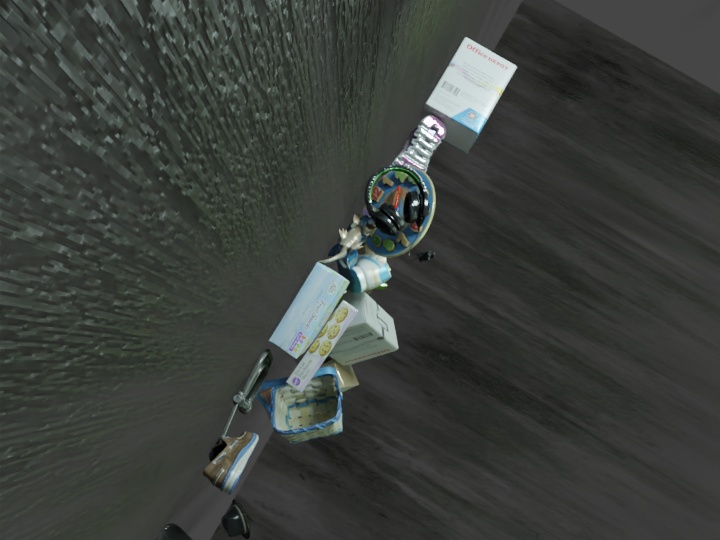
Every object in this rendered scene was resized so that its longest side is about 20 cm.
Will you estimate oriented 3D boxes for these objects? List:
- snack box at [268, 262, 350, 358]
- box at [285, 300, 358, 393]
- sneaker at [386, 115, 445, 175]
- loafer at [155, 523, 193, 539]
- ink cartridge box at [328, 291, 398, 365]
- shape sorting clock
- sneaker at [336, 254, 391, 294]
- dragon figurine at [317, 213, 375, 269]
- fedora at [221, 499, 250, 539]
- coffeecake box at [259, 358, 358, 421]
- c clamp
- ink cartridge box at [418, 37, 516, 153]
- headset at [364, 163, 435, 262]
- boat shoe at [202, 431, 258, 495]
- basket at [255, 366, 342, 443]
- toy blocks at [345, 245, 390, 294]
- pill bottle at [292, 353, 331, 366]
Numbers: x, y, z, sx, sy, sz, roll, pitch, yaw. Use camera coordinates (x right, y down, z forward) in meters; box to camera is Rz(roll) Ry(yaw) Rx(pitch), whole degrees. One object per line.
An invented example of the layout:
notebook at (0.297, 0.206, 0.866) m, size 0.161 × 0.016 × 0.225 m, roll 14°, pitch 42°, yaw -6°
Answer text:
snack box at (-0.092, 0.074, 1.380) m, size 0.169 × 0.067 × 0.200 m, roll -58°, pitch 176°, yaw 0°
box at (-0.075, 0.151, 1.450) m, size 0.201 × 0.041 × 0.039 m, roll -54°, pitch 178°, yaw 1°
sneaker at (0.126, -0.276, 1.740) m, size 0.201 × 0.080 × 0.088 m, roll -57°, pitch -165°, yaw -6°
loafer at (-0.354, 0.510, 1.286) m, size 0.071 × 0.073 × 0.200 m, roll -49°, pitch 172°, yaw 0°
ink cartridge box at (-0.019, 0.130, 1.611) m, size 0.200 × 0.145 × 0.085 m, roll 46°, pitch 30°, yaw -58°
shape sorting clock at (0.075, -0.125, 1.529) m, size 0.199 × 0.039 × 0.201 m, roll -23°, pitch -123°, yaw 40°
sneaker at (0.000, 0.000, 1.533) m, size 0.200 × 0.080 × 0.077 m, roll -145°, pitch -140°, yaw -67°
dragon figurine at (-0.026, -0.045, 1.441) m, size 0.200 × 0.059 × 0.100 m, roll -57°, pitch 176°, yaw -41°
fedora at (-0.579, 1.155, 3.321) m, size 0.091 × 0.201 × 0.201 m, roll -19°, pitch 155°, yaw -29°
coffeecake box at (-0.121, 0.286, 1.745) m, size 0.199 × 0.073 × 0.153 m, roll -26°, pitch 169°, yaw 8°
c clamp at (-0.208, 0.223, 1.335) m, size 0.200 × 0.027 × 0.172 m, roll 96°, pitch 19°, yaw -80°
ink cartridge box at (0.259, -0.425, 1.769) m, size 0.201 × 0.146 × 0.146 m, roll -59°, pitch 177°, yaw -10°
headset at (0.086, -0.110, 1.416) m, size 0.123 × 0.201 × 0.094 m, roll -23°, pitch -175°, yaw -9°
boat shoe at (-0.246, 0.347, 1.375) m, size 0.073 × 0.072 × 0.200 m, roll -61°, pitch -178°, yaw 7°
basket at (-0.124, 0.283, 1.567) m, size 0.201 × 0.175 × 0.140 m, roll 76°, pitch 3°, yaw -54°
toy blocks at (0.011, -0.031, 1.670) m, size 0.200 × 0.099 × 0.138 m, roll 129°, pitch -38°, yaw -64°
pill bottle at (-0.110, 0.185, 1.778) m, size 0.111 × 0.110 × 0.200 m, roll -59°, pitch 178°, yaw -18°
